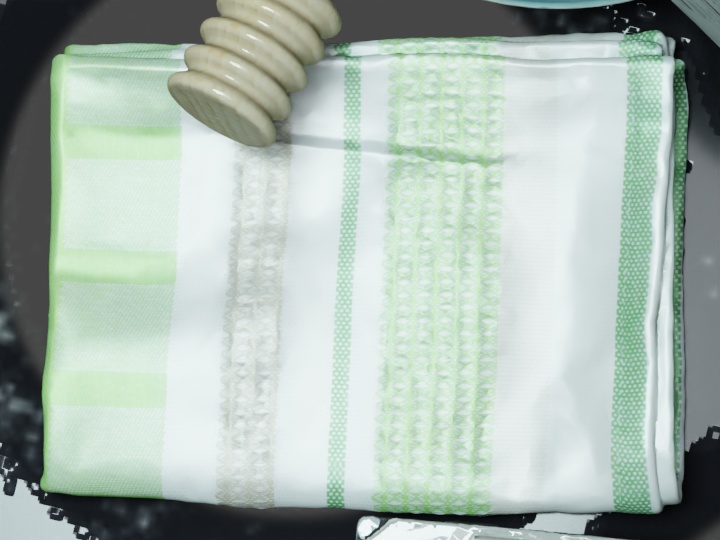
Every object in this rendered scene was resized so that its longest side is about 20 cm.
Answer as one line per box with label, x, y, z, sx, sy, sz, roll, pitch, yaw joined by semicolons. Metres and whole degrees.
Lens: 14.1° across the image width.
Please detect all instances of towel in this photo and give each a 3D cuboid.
towel;0.000;0.000;0.898;0.200;0.031;0.149;0;83;8

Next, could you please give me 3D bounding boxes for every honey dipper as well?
honey dipper;0.006;-0.129;0.898;0.038;0.038;0.200;29;76;9

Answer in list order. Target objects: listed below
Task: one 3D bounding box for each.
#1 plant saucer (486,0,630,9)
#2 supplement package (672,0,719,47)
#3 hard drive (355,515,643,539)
plant saucer;0.050;-0.173;0.885;0.200;0.027;0.200;2;79;-12
supplement package;0.169;-0.142;0.812;0.156;0.111;0.200;38;91;-34
hard drive;0.092;0.150;0.867;0.200;0.038;0.140;5;84;9
